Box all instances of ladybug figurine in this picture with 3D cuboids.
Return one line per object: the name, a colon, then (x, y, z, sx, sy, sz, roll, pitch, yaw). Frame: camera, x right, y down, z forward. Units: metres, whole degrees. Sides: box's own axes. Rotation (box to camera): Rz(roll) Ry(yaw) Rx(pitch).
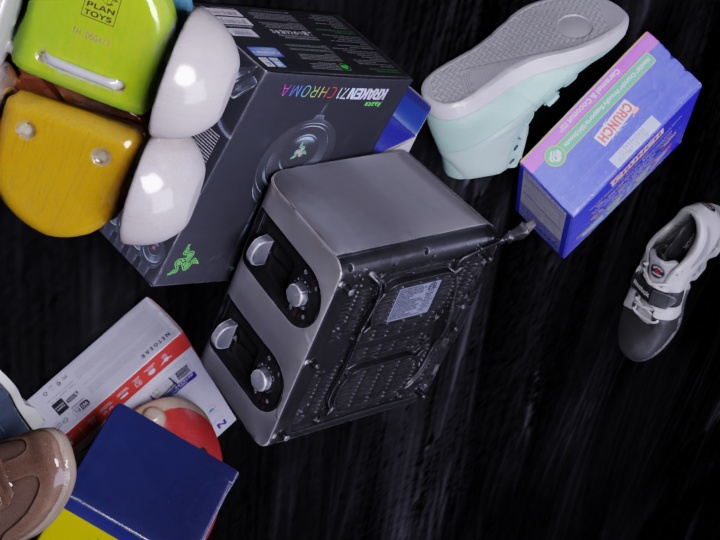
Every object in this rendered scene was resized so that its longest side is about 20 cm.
ladybug figurine: (-0.164, 0.183, 1.580, 0.136, 0.072, 0.200, -33, 149, -26)

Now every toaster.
toaster: (-0.004, 0.017, 1.440, 0.200, 0.119, 0.181, -13, 139, -42)

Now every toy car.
toy car: (-0.166, -0.125, 1.220, 0.150, 0.175, 0.200, -69, 180, -55)

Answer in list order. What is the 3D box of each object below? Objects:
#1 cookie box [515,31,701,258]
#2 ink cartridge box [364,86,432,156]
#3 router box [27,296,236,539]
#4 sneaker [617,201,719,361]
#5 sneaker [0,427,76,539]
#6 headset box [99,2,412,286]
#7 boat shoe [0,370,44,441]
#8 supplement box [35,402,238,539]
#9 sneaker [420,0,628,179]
cookie box: (0.226, -0.112, 1.801, 0.171, 0.075, 0.200, -45, 170, -5)
ink cartridge box: (-0.025, -0.073, 1.521, 0.039, 0.099, 0.200, -10, 134, -48)
router box: (-0.209, 0.138, 1.590, 0.200, 0.049, 0.180, -42, 152, -10)
sneaker: (0.335, 0.009, 2.180, 0.088, 0.074, 0.200, 8, 111, -58)
sneaker: (-0.287, 0.172, 1.379, 0.200, 0.071, 0.075, -32, 163, 31)
headset box: (-0.086, -0.086, 1.425, 0.174, 0.093, 0.200, -3, 131, -53)
boat shoe: (-0.288, 0.092, 1.396, 0.062, 0.075, 0.200, -53, 163, -13)
supplement box: (-0.192, 0.218, 1.474, 0.200, 0.109, 0.109, -56, -174, 39)
sneaker: (0.143, -0.155, 1.678, 0.200, 0.074, 0.118, -29, 142, -14)
